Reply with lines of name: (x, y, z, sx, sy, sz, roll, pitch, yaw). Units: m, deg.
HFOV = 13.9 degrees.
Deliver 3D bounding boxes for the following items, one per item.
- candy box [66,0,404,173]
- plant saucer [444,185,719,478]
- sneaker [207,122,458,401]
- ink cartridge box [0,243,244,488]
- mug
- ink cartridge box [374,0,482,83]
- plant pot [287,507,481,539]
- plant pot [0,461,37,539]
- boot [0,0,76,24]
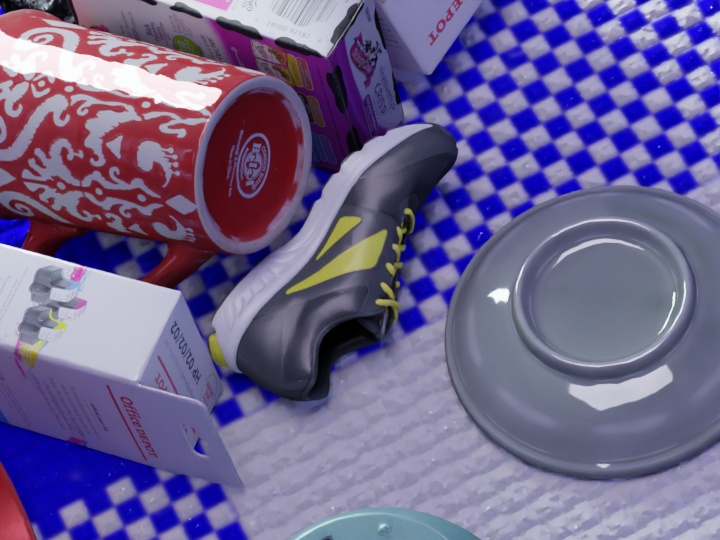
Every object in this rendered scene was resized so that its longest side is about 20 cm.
candy box: (-0.080, -0.143, 1.840, 0.200, 0.136, 0.061, 19, 63, 22)
plant saucer: (0.145, 0.025, 1.738, 0.200, 0.050, 0.200, -5, 58, 9)
sneaker: (0.000, 0.000, 1.780, 0.085, 0.074, 0.200, 38, 81, 23)
ink cartridge box: (-0.156, 0.054, 1.746, 0.200, 0.115, 0.068, 15, 64, 20)
mug: (-0.134, -0.062, 1.794, 0.200, 0.178, 0.133, 12, 36, 37)
ink cartridge box: (0.001, -0.225, 1.849, 0.125, 0.200, 0.129, 17, 62, 41)
plant pot: (0.015, 0.220, 1.578, 0.200, 0.161, 0.201, -6, 58, 9)
plant pot: (-0.294, 0.175, 1.668, 0.177, 0.200, 0.201, -27, 56, 9)
boot: (-0.196, -0.249, 1.973, 0.162, 0.073, 0.198, -38, 59, -8)
